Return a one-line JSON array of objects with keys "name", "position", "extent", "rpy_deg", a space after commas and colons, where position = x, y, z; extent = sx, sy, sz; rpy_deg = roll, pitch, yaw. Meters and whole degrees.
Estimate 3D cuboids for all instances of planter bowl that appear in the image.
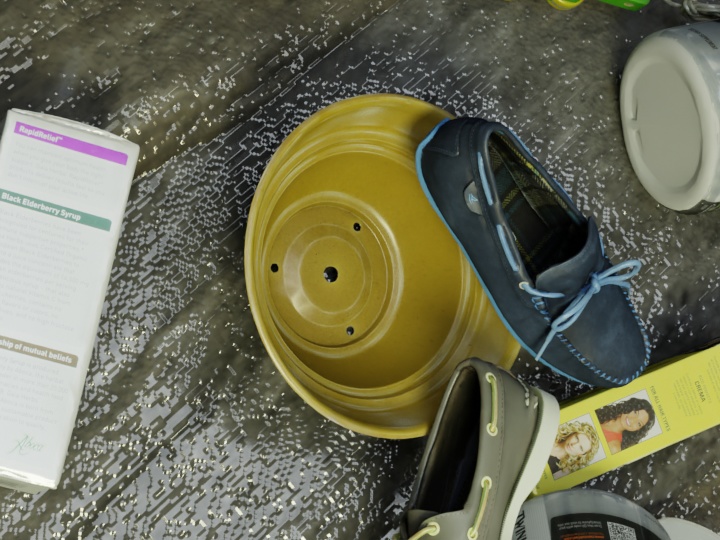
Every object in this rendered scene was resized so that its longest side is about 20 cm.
[{"name": "planter bowl", "position": [0.000, 0.000, 1.053], "extent": [0.200, 0.083, 0.201], "rpy_deg": [4, 83, -32]}]

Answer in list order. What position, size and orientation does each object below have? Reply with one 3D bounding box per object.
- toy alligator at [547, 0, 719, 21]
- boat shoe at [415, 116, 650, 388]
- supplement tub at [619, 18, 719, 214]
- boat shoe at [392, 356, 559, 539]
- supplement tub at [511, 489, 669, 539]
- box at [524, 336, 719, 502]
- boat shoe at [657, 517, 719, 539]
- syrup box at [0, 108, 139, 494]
[{"name": "toy alligator", "position": [0.152, -0.205, 1.165], "extent": [0.200, 0.059, 0.054], "rpy_deg": [6, 79, -19]}, {"name": "boat shoe", "position": [0.107, -0.003, 1.031], "extent": [0.200, 0.069, 0.084], "rpy_deg": [44, 65, -21]}, {"name": "supplement tub", "position": [0.283, -0.113, 1.164], "extent": [0.200, 0.123, 0.123], "rpy_deg": [-14, 86, -22]}, {"name": "boat shoe", "position": [0.050, 0.145, 0.985], "extent": [0.060, 0.072, 0.202], "rpy_deg": [33, 64, -23]}, {"name": "supplement tub", "position": [0.128, 0.225, 0.973], "extent": [0.122, 0.200, 0.123], "rpy_deg": [0, 120, 0]}, {"name": "box", "position": [0.171, 0.092, 1.116], "extent": [0.200, 0.075, 0.050], "rpy_deg": [-20, 87, -21]}, {"name": "boat shoe", "position": [0.255, 0.236, 1.124], "extent": [0.200, 0.070, 0.071], "rpy_deg": [39, 87, 16]}, {"name": "syrup box", "position": [-0.189, 0.018, 0.993], "extent": [0.081, 0.079, 0.200], "rpy_deg": [17, 75, -16]}]
